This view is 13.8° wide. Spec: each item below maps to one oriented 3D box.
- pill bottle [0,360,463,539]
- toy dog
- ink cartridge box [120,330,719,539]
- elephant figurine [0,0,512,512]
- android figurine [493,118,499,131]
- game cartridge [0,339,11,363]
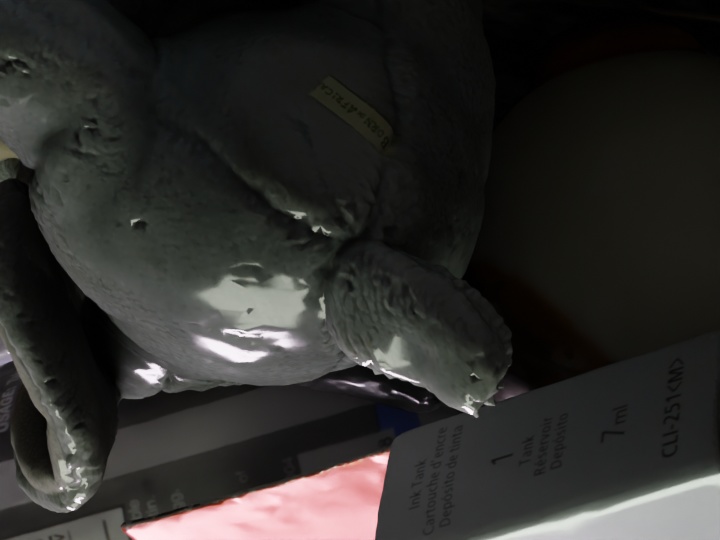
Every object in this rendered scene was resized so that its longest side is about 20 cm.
[{"bbox_3d":[-0.045,0.069,0.812,0.200,0.114,0.114,-16,157,17],"label":"pill bottle"},{"bbox_3d":[0.118,0.008,0.712,0.200,0.140,0.194,7,165,29],"label":"toy dog"},{"bbox_3d":[0.063,0.107,0.720,0.173,0.044,0.200,-20,132,31],"label":"ink cartridge box"},{"bbox_3d":[-0.038,-0.010,0.700,0.141,0.155,0.200,18,147,-2],"label":"elephant figurine"},{"bbox_3d":[0.000,0.000,0.861,0.200,0.041,0.182,-16,156,21],"label":"android figurine"},{"bbox_3d":[-0.098,0.010,1.013,0.129,0.038,0.200,-19,-179,-27],"label":"game cartridge"}]
